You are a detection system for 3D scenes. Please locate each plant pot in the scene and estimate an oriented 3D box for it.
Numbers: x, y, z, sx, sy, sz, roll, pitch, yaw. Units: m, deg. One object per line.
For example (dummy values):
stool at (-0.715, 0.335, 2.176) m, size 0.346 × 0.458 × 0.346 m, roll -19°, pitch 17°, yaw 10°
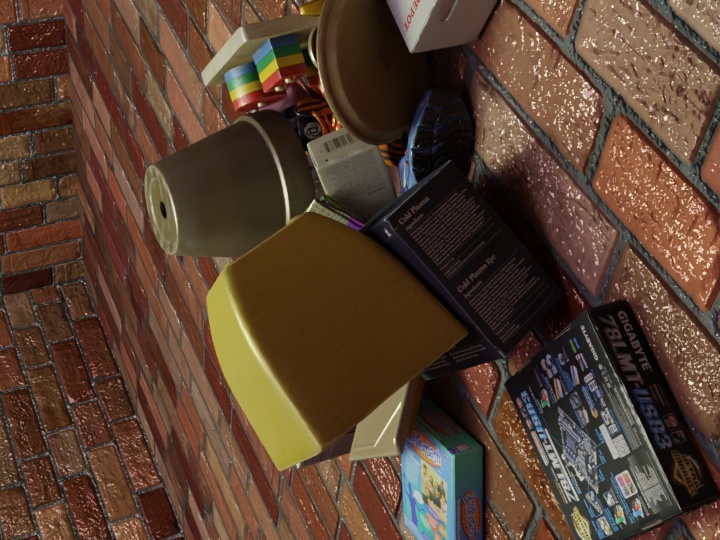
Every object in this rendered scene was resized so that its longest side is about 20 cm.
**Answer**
plant pot at (-0.050, 0.060, 1.120) m, size 0.200 × 0.195 × 0.194 m, roll 52°, pitch 158°, yaw 2°
plant pot at (-0.177, -0.095, 1.415) m, size 0.200 × 0.173 × 0.200 m, roll 41°, pitch 139°, yaw 50°

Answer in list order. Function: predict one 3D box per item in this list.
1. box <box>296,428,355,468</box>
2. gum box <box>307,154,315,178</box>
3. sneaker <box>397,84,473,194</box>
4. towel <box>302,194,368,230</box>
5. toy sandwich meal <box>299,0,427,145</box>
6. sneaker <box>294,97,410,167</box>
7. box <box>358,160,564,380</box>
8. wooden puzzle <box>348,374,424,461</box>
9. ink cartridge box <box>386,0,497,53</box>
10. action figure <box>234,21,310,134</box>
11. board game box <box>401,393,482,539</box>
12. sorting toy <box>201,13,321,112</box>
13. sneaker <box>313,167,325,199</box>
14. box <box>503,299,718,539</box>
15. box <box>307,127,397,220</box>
box at (-0.084, 0.196, 1.762) m, size 0.200 × 0.101 × 0.113 m, roll 62°, pitch 153°, yaw 31°
gum box at (-0.101, -0.086, 1.686) m, size 0.114 × 0.066 × 0.200 m, roll 71°, pitch 157°, yaw 11°
sneaker at (0.073, -0.124, 1.246) m, size 0.078 × 0.075 × 0.200 m, roll -122°, pitch 30°, yaw -44°
towel at (0.000, 0.000, 1.317) m, size 0.144 × 0.200 × 0.023 m, roll -50°, pitch 18°, yaw 38°
toy sandwich meal at (0.003, -0.230, 1.196) m, size 0.070 × 0.205 × 0.205 m, roll 1°, pitch 105°, yaw 38°
sneaker at (-0.018, -0.170, 1.378) m, size 0.200 × 0.112 × 0.078 m, roll 39°, pitch 138°, yaw 55°
box at (0.083, 0.006, 1.166) m, size 0.182 × 0.104 × 0.200 m, roll 48°, pitch 157°, yaw -5°
wooden puzzle at (0.045, 0.158, 1.437) m, size 0.200 × 0.037 × 0.185 m, roll 142°, pitch 144°, yaw -68°
ink cartridge box at (0.069, -0.344, 1.107) m, size 0.146 × 0.084 × 0.200 m, roll 119°, pitch 133°, yaw -59°
action figure at (-0.136, -0.268, 1.580) m, size 0.200 × 0.149 × 0.134 m, roll 54°, pitch 158°, yaw 15°
board game box at (0.105, 0.285, 1.437) m, size 0.152 × 0.045 × 0.200 m, roll -140°, pitch 41°, yaw -57°
sorting toy at (-0.071, -0.256, 1.343) m, size 0.199 × 0.200 × 0.070 m, roll -16°, pitch 92°, yaw 68°
sneaker at (-0.049, -0.124, 1.476) m, size 0.076 × 0.115 × 0.201 m, roll 144°, pitch 111°, yaw -66°
box at (0.232, 0.158, 1.057) m, size 0.199 × 0.050 × 0.200 m, roll 119°, pitch 132°, yaw -60°
box at (0.008, -0.074, 1.324) m, size 0.068 × 0.082 × 0.200 m, roll -112°, pitch 1°, yaw -53°
